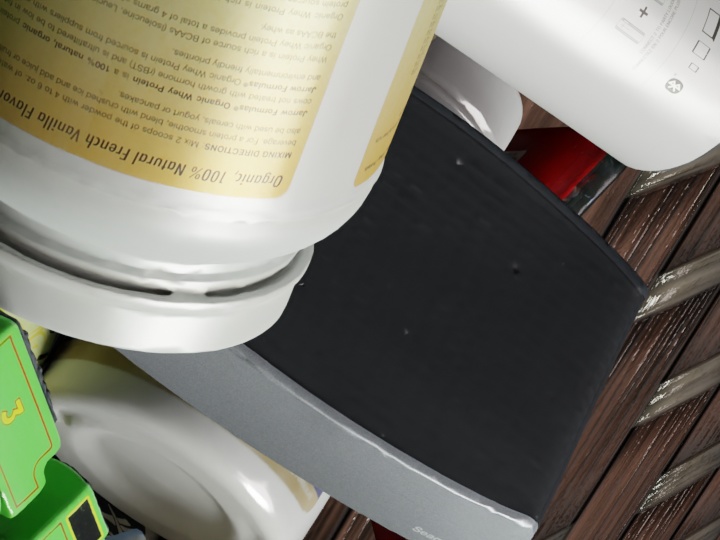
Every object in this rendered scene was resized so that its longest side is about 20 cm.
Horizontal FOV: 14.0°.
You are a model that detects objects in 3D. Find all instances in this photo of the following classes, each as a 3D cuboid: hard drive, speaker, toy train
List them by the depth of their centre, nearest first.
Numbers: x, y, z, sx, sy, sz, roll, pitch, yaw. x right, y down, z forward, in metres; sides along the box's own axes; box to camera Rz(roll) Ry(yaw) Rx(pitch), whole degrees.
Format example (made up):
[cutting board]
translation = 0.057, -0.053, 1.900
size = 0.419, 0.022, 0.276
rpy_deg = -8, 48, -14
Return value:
[toy train]
translation = -0.097, 0.088, 0.839
size = 0.056, 0.042, 0.200
rpy_deg = -45, 140, -30
[speaker]
translation = 0.045, -0.110, 0.946
size = 0.200, 0.081, 0.081
rpy_deg = 30, 102, -36
[hard drive]
translation = 0.000, 0.000, 0.984
size = 0.042, 0.200, 0.135
rpy_deg = -17, -139, 61

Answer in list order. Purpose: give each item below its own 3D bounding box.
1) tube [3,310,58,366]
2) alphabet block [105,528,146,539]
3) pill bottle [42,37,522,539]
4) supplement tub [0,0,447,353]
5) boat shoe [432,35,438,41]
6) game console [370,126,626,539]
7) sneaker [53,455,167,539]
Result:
[tube]
translation = -0.144, 0.044, 1.018
size = 0.200, 0.052, 0.058
rpy_deg = -61, -168, 20
[alphabet block]
translation = -0.150, 0.224, 0.965
size = 0.195, 0.200, 0.196
rpy_deg = -16, 169, -28
[pill bottle]
translation = -0.023, -0.001, 1.069
size = 0.200, 0.111, 0.111
rpy_deg = -57, 164, -23
[supplement tub]
translation = -0.046, -0.092, 0.804
size = 0.144, 0.144, 0.200
rpy_deg = -21, 140, -53
[boat shoe]
translation = 0.053, -0.154, 1.014
size = 0.200, 0.074, 0.073
rpy_deg = -52, 175, 5
[game console]
translation = 0.056, 0.038, 1.207
size = 0.172, 0.119, 0.200
rpy_deg = -46, -168, -9
[sneaker]
translation = -0.079, 0.078, 1.126
size = 0.199, 0.079, 0.130
rpy_deg = -44, -175, 14
